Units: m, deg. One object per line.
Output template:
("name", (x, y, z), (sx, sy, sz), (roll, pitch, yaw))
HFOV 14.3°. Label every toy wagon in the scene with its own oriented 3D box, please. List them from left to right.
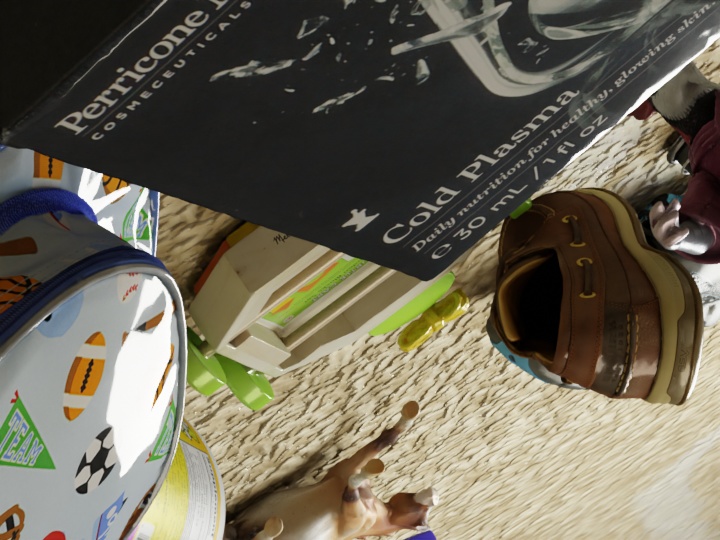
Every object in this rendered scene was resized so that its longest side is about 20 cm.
("toy wagon", (0.000, 0.000, 1.242), (0.155, 0.040, 0.200), (-36, 165, 7))

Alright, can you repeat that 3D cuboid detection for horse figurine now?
("horse figurine", (-0.038, 0.138, 1.540), (0.200, 0.050, 0.133), (-27, 162, -24))

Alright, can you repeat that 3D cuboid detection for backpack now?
("backpack", (-0.130, 0.019, 0.757), (0.191, 0.154, 0.200), (-55, 167, -34))

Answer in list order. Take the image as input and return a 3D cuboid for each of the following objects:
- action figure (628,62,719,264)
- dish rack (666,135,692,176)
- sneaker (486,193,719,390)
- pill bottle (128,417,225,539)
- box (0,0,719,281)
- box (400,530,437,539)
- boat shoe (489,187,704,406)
("action figure", (0.198, -0.050, 1.242), (0.149, 0.200, 0.134), (25, 97, -47))
("dish rack", (0.260, -0.109, 1.423), (0.153, 0.055, 0.200), (-20, 157, -46))
("sneaker", (0.139, -0.002, 1.489), (0.200, 0.073, 0.082), (-26, 146, -46))
("pill bottle", (-0.115, 0.092, 1.159), (0.104, 0.104, 0.200), (-35, 164, 2))
("box", (0.012, -0.116, 0.728), (0.200, 0.124, 0.197), (-41, 150, 20))
("box", (-0.056, 0.250, 1.665), (0.184, 0.105, 0.200), (-17, 168, -48))
("boat shoe", (0.092, 0.006, 1.290), (0.067, 0.072, 0.200), (2, -165, -14))
